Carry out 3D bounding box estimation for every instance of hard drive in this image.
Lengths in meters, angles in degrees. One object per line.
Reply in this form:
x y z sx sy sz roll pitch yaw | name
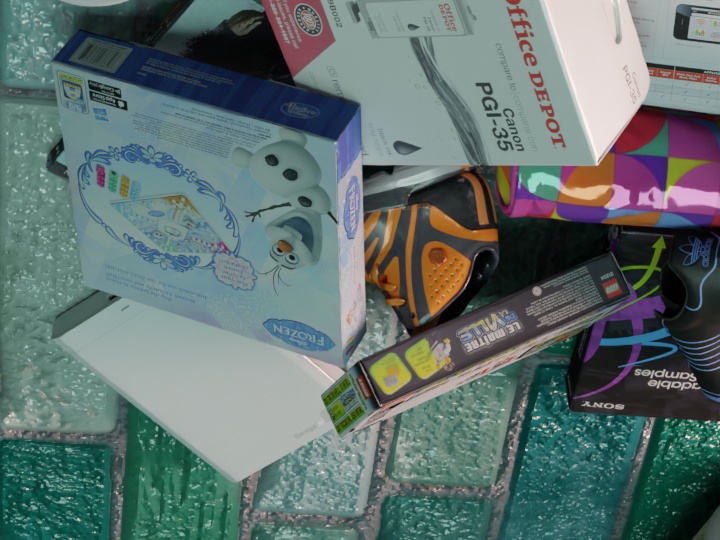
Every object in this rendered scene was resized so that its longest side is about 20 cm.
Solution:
-0.109 0.069 1.714 0.132 0.026 0.200 -31 126 24 | hard drive

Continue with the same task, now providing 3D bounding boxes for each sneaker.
0.236 0.028 1.584 0.078 0.070 0.200 13 153 6 | sneaker
0.000 0.000 1.582 0.199 0.112 0.078 -20 173 17 | sneaker

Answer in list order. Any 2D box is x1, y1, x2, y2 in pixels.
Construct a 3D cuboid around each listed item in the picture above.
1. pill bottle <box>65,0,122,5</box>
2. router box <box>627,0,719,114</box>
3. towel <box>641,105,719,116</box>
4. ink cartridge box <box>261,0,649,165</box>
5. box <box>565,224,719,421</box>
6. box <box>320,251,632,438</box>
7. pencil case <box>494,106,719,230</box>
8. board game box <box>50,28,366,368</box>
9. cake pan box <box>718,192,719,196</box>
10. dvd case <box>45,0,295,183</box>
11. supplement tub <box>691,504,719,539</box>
-0.144 -0.241 1.290 0.114 0.200 0.115 -1 133 -1 | pill bottle
0.167 -0.187 1.436 0.199 0.049 0.180 9 134 7 | router box
0.246 -0.122 1.546 0.200 0.024 0.147 -32 129 28 | towel
0.055 -0.143 1.413 0.199 0.083 0.147 2 128 35 | ink cartridge box
0.234 0.034 1.675 0.142 0.036 0.200 4 139 -5 | box
0.078 0.051 1.602 0.199 0.035 0.110 -23 171 -20 | box
0.187 -0.070 1.526 0.199 0.089 0.089 2 133 -8 | pencil case
-0.095 -0.045 1.513 0.199 0.043 0.199 17 136 18 | board game box
0.334 -0.069 1.494 0.184 0.052 0.200 41 77 -34 | cake pan box
-0.096 -0.101 1.557 0.146 0.022 0.200 29 128 -26 | dvd case
0.310 0.259 1.822 0.145 0.145 0.200 18 130 -17 | supplement tub
